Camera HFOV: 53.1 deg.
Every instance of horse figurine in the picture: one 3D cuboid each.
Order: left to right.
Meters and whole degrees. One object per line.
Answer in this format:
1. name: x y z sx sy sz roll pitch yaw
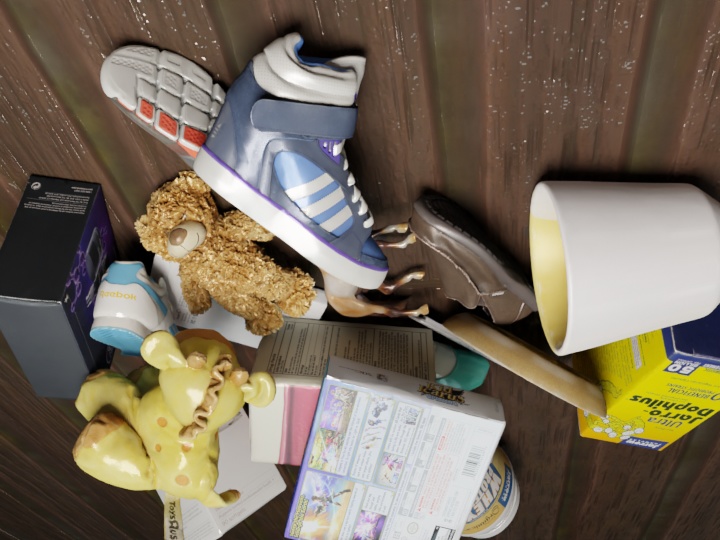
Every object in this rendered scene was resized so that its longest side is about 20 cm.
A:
1. horse figurine: 0.000 0.000 0.750 0.129 0.051 0.202 -5 142 13

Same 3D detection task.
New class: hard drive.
1. hard drive: -0.149 0.039 0.843 0.195 0.027 0.133 18 141 -14

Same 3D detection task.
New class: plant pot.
1. plant pot: 0.180 0.095 0.779 0.196 0.028 0.200 28 -177 -2

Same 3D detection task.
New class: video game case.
1. video game case: 0.029 0.199 0.726 0.176 0.046 0.205 14 114 -5

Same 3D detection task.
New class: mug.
1. mug: 0.238 -0.015 0.651 0.148 0.187 0.154 -7 101 3

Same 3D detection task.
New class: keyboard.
1. keyboard: 0.144 0.097 0.848 0.197 0.011 0.056 28 172 -15

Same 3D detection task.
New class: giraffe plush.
1. giraffe plush: -0.172 0.127 0.695 0.170 0.201 0.165 6 122 -43

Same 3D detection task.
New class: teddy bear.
1. teddy bear: -0.133 -0.003 0.726 0.141 0.068 0.202 -11 131 21

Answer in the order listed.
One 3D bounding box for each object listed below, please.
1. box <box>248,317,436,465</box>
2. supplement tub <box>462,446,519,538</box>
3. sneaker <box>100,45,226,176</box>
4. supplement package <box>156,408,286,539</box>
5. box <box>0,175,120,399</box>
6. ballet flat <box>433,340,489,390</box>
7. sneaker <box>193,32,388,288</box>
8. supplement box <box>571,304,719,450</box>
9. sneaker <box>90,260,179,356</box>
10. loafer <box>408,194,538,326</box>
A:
1. box: -0.017 0.136 0.796 0.194 0.129 0.112 4 117 2
2. supplement tub: 0.137 0.291 1.034 0.142 0.148 0.200 -17 138 28
3. sneaker: -0.133 -0.106 0.611 0.197 0.079 0.081 29 144 -27
4. supplement package: -0.210 0.243 0.958 0.116 0.203 0.117 -24 168 -42
5. box: -0.306 0.026 0.751 0.076 0.144 0.202 8 144 -2
6. ballet flat: 0.058 0.117 0.883 0.194 0.069 0.071 -6 136 15
7. sneaker: -0.018 -0.089 0.569 0.198 0.081 0.148 33 98 -29
8. supplement box: 0.326 0.100 0.785 0.106 0.112 0.202 11 144 -7
9. sneaker: -0.234 0.052 0.792 0.074 0.083 0.201 5 163 -2
10. loafer: 0.107 0.004 0.702 0.071 0.074 0.199 -42 126 15
